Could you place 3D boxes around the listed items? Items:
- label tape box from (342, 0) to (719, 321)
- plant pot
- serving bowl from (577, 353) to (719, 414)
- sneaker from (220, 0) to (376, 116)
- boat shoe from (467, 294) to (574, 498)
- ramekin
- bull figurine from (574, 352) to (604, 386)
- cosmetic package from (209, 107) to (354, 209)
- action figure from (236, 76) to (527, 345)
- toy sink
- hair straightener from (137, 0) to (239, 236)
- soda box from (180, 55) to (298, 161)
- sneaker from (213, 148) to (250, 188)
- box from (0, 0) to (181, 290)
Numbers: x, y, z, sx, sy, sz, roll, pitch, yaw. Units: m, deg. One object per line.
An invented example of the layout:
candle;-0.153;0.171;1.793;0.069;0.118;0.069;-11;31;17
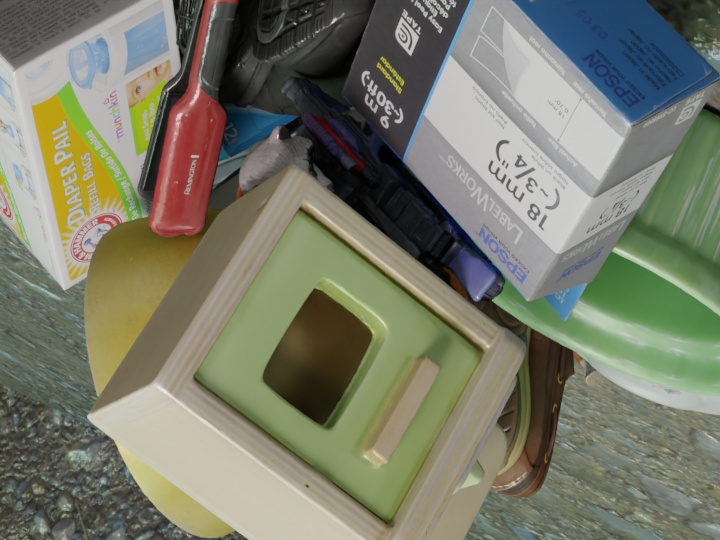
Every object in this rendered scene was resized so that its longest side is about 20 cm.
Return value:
label tape box;0.064;-0.066;0.881;0.144;0.063;0.201;48;146;18
plant pot;-0.052;0.045;1.130;0.141;0.202;0.200;-19;144;21
serving bowl;0.199;0.043;1.232;0.199;0.066;0.200;25;165;7
sneaker;-0.022;-0.131;1.054;0.090;0.077;0.200;17;170;-17
boat shoe;0.097;0.046;1.164;0.072;0.202;0.067;-13;143;36
ramekin;0.151;-0.021;1.036;0.199;0.098;0.200;25;165;7
bull figurine;0.087;0.022;1.319;0.199;0.065;0.122;28;-156;-32
cosmetic package;0.000;0.000;1.224;0.101;0.074;0.201;-31;97;41
action figure;0.007;-0.002;0.975;0.193;0.105;0.200;44;-176;-40
toy sink;-0.005;0.069;0.896;0.200;0.131;0.112;39;154;-13
hair straightener;-0.099;-0.122;1.059;0.040;0.202;0.077;-3;-146;-19
soda box;-0.111;-0.106;1.235;0.068;0.064;0.200;61;158;-9
sneaker;-0.077;-0.067;1.370;0.070;0.074;0.200;13;176;-24
box;-0.177;-0.104;1.146;0.101;0.112;0.201;44;155;30
